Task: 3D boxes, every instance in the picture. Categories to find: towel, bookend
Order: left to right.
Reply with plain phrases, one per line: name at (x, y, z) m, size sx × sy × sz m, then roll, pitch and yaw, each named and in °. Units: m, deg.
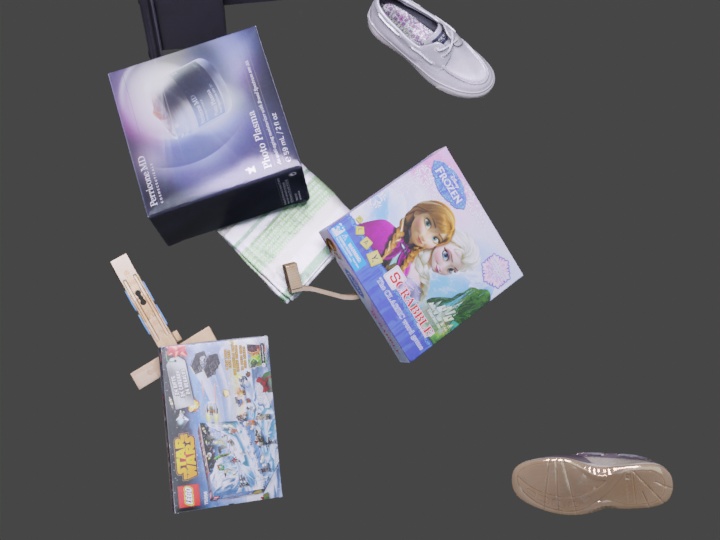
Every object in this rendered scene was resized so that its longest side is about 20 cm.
bookend at (-0.179, -0.374, 1.214) m, size 0.196 × 0.093 × 0.202 m, roll -6°, pitch 51°, yaw -5°
towel at (-0.114, -0.075, 1.257) m, size 0.200 × 0.031 × 0.149 m, roll 44°, pitch 78°, yaw 4°

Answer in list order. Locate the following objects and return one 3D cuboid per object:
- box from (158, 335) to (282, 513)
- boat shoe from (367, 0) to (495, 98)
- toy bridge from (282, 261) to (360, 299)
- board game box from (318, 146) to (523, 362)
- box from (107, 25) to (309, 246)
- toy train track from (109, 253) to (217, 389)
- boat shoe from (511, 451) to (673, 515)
box at (-0.175, 0.188, 1.186) m, size 0.135 × 0.040 × 0.203 m, roll -4°, pitch 86°, yaw -18°
boat shoe at (0.099, -0.307, 1.285) m, size 0.199 × 0.069 × 0.072 m, roll 41°, pitch 80°, yaw 2°
toy bridge at (0.000, 0.000, 1.237) m, size 0.198 × 0.027 × 0.068 m, roll -15°, pitch 97°, yaw -18°
board game box at (0.081, -0.021, 1.225) m, size 0.199 × 0.041 × 0.201 m, roll -36°, pitch 98°, yaw -17°
box at (-0.187, -0.166, 1.195) m, size 0.196 × 0.123 × 0.202 m, roll -19°, pitch 75°, yaw -3°
toy train track at (-0.258, 0.073, 1.210) m, size 0.114 × 0.032 × 0.202 m, roll -30°, pitch 94°, yaw -18°
boat shoe at (0.295, 0.268, 1.222) m, size 0.197 × 0.065 × 0.073 m, roll -5°, pitch 91°, yaw 13°
